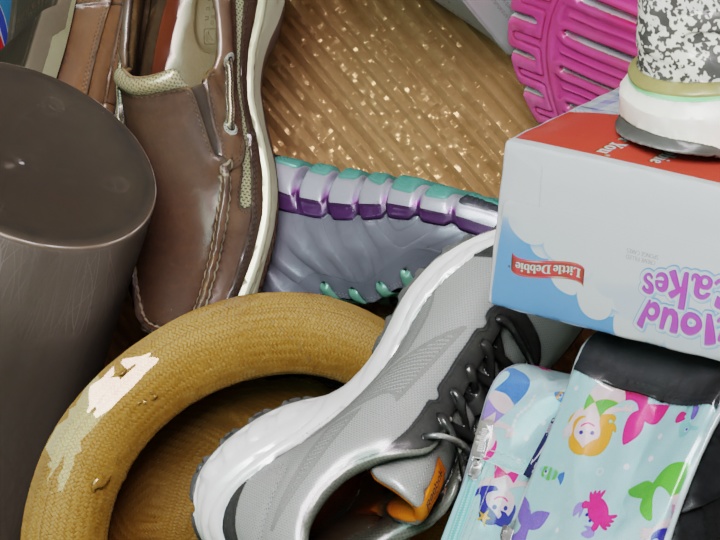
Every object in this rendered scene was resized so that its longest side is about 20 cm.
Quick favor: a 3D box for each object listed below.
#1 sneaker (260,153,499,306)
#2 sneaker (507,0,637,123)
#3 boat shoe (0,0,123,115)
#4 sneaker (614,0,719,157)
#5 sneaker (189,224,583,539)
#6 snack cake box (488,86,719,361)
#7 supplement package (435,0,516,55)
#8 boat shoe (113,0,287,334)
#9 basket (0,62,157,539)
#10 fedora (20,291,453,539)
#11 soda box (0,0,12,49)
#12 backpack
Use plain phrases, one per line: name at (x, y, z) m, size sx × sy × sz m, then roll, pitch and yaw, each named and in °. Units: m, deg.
sneaker at (0.000, 0.000, 1.036) m, size 0.200 × 0.074 × 0.088 m, roll 12°, pitch 90°, yaw 32°
sneaker at (0.128, -0.137, 0.996) m, size 0.081 × 0.088 × 0.200 m, roll 37°, pitch 128°, yaw 33°
boat shoe at (-0.123, -0.124, 1.108) m, size 0.072 × 0.068 × 0.200 m, roll -22°, pitch 44°, yaw 53°
sneaker at (0.182, -0.107, 0.848) m, size 0.200 × 0.089 × 0.077 m, roll -20°, pitch 30°, yaw -17°
sneaker at (0.029, 0.058, 0.934) m, size 0.200 × 0.074 × 0.079 m, roll -41°, pitch 35°, yaw -14°
snack cake box at (0.148, -0.030, 0.910) m, size 0.115 × 0.200 × 0.067 m, roll 16°, pitch 113°, yaw 28°
supplement package at (0.070, -0.220, 1.034) m, size 0.117 × 0.117 × 0.200 m, roll 39°, pitch 90°, yaw 31°
boat shoe at (-0.081, -0.067, 1.008) m, size 0.075 × 0.075 × 0.202 m, roll -5°, pitch 75°, yaw 30°
basket at (-0.174, 0.021, 0.996) m, size 0.180 × 0.136 × 0.200 m, roll 49°, pitch 129°, yaw 25°
fedora at (-0.056, 0.097, 0.995) m, size 0.201 × 0.201 × 0.082 m, roll -61°, pitch 28°, yaw -4°
soda box at (-0.213, -0.143, 1.141) m, size 0.068 × 0.064 × 0.200 m, roll -15°, pitch 71°, yaw 14°
backpack at (0.115, 0.134, 0.898) m, size 0.151 × 0.178 × 0.200 m, roll 5°, pitch 77°, yaw 41°
